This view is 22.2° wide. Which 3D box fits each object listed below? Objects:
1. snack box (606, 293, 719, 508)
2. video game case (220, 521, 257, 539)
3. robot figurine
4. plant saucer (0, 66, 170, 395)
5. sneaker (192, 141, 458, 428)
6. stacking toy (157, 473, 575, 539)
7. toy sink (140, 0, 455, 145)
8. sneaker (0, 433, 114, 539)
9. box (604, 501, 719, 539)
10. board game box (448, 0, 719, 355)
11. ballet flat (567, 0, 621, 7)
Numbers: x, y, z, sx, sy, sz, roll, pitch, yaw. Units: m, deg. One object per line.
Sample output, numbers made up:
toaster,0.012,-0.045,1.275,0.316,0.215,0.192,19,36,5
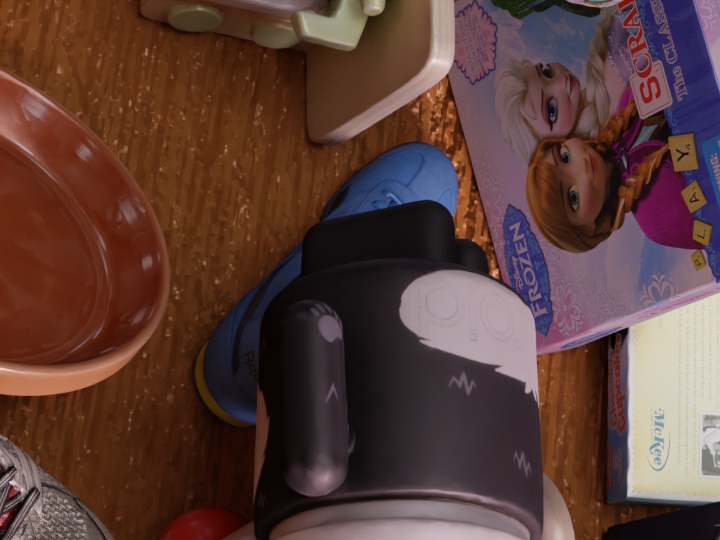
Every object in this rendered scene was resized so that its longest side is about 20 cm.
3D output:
snack box,0.196,0.030,1.007,0.116,0.037,0.200,4,79,-11
video game case,-0.083,0.235,0.786,0.200,0.023,0.182,-29,91,-14
robot figurine,0.014,0.073,0.783,0.150,0.125,0.200,12,62,-24
plant saucer,-0.177,-0.025,0.796,0.200,0.032,0.200,28,33,-20
sneaker,0.000,0.000,0.909,0.066,0.078,0.200,47,56,-7
stacking toy,-0.001,0.136,0.868,0.200,0.085,0.086,2,74,-26
toy sink,-0.035,-0.179,0.912,0.112,0.130,0.200,8,72,-28
sneaker,-0.186,0.085,0.763,0.200,0.082,0.078,34,61,-12
box,0.202,0.249,0.934,0.200,0.104,0.182,34,62,-17
board game box,0.127,-0.074,0.933,0.041,0.199,0.200,-9,79,-32
ballet flat,0.050,-0.196,0.854,0.200,0.072,0.072,36,60,-4
